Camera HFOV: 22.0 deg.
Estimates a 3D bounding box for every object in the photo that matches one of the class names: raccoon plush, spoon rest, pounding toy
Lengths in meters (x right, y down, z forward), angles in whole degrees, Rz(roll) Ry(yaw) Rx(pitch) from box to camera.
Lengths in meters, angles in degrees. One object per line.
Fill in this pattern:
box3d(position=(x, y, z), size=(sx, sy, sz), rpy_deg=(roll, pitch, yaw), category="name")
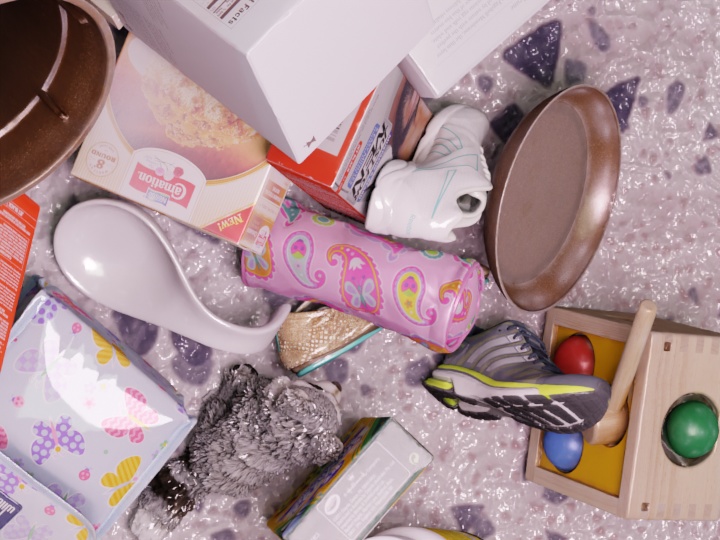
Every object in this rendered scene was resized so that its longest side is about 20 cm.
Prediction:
box3d(position=(-0.090, 0.164, 1.508), size=(0.097, 0.134, 0.201), rpy_deg=(35, 84, -19), category="raccoon plush")
box3d(position=(-0.154, 0.010, 1.488), size=(0.199, 0.061, 0.100), rpy_deg=(27, 124, -8), category="spoon rest")
box3d(position=(0.227, 0.108, 1.567), size=(0.141, 0.200, 0.185), rpy_deg=(5, 94, -28), category="pounding toy")

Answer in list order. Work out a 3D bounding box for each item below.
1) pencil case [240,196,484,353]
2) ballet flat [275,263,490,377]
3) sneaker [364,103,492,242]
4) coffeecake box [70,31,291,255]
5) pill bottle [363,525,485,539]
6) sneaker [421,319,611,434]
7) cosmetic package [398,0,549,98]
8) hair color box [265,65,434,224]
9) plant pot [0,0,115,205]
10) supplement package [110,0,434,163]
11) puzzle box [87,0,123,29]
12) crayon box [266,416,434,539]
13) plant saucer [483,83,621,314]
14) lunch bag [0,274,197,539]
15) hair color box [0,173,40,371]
box3d(position=(0.000, 0.000, 1.503), size=(0.199, 0.087, 0.088), rpy_deg=(19, 90, 18), category="pencil case")
box3d(position=(0.015, 0.021, 1.568), size=(0.199, 0.070, 0.066), rpy_deg=(-25, 86, -18), category="ballet flat")
box3d(position=(0.073, -0.073, 1.521), size=(0.080, 0.200, 0.071), rpy_deg=(20, 124, 14), category="sneaker")
box3d(position=(-0.115, -0.135, 1.463), size=(0.153, 0.073, 0.201), rpy_deg=(22, 89, 13), category="coffeecake box")
box3d(position=(0.051, 0.269, 1.526), size=(0.114, 0.200, 0.115), rpy_deg=(-4, 79, 19), category="pill bottle")
box3d(position=(0.134, 0.082, 1.550), size=(0.074, 0.199, 0.081), rpy_deg=(35, 72, -36), category="sneaker")
box3d(position=(0.058, -0.280, 1.515), size=(0.199, 0.123, 0.200), rpy_deg=(-41, 107, -11), category="cosmetic package")
box3d(position=(-0.003, -0.106, 1.475), size=(0.064, 0.200, 0.111), rpy_deg=(23, 88, 13), category="hair color box")
box3d(position=(-0.312, -0.176, 1.339), size=(0.200, 0.198, 0.201), rpy_deg=(-31, 150, -20), category="plant pot")
box3d(position=(-0.078, -0.215, 1.331), size=(0.200, 0.152, 0.151), rpy_deg=(39, 78, 26), category="supplement package")
box3d(position=(-0.171, -0.302, 1.451), size=(0.133, 0.025, 0.200), rpy_deg=(40, 82, 16), category="puzzle box")
box3d(position=(-0.014, 0.181, 1.513), size=(0.052, 0.200, 0.126), rpy_deg=(43, 81, -1), category="crayon box")
box3d(position=(0.159, -0.063, 1.577), size=(0.200, 0.032, 0.201), rpy_deg=(-32, 131, -46), category="plant saucer")
box3d(position=(-0.254, 0.135, 1.457), size=(0.170, 0.127, 0.200), rpy_deg=(42, 90, -15), category="lunch bag")
box3d(position=(-0.316, 0.030, 1.390), size=(0.061, 0.101, 0.201), rpy_deg=(45, 49, -52), category="hair color box")
